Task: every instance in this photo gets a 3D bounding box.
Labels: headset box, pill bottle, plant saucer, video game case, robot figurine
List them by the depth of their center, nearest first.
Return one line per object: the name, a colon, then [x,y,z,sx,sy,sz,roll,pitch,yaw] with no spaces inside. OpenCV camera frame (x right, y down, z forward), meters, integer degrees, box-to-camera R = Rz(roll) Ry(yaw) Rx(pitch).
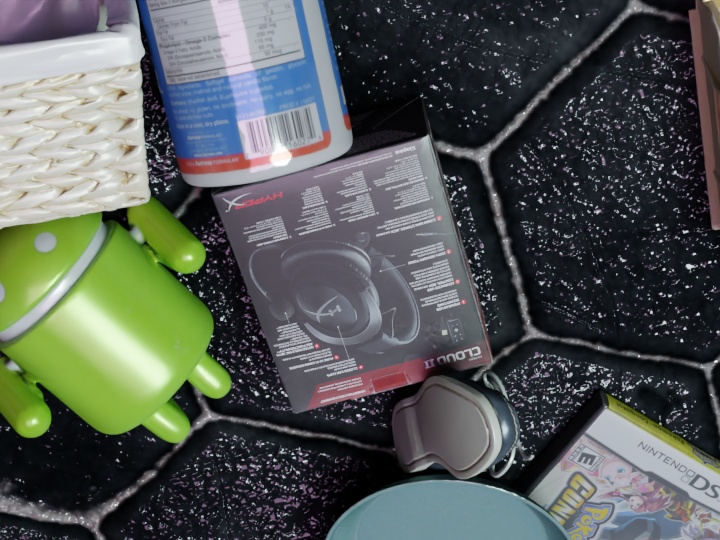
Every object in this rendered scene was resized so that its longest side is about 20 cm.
pill bottle: [-0.078,-0.159,0.827,0.112,0.112,0.200,-11,103,4]
robot figurine: [-0.183,0.032,0.931,0.175,0.116,0.200,-46,110,-4]
headset box: [0.000,0.000,0.942,0.149,0.077,0.200,-16,118,7]
plant saucer: [0.070,0.221,1.050,0.200,0.036,0.200,3,127,5]
video game case: [0.202,0.211,1.087,0.181,0.026,0.200,30,113,-16]

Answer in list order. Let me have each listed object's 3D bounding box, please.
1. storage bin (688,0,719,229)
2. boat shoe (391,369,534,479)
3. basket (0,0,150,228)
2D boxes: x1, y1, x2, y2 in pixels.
storage bin: [0.329,-0.108,0.883,0.200,0.094,0.199,-11,118,5]
boat shoe: [0.076,0.111,0.951,0.062,0.200,0.075,-9,77,-16]
basket: [-0.232,-0.105,0.834,0.200,0.136,0.123,-9,125,-10]
